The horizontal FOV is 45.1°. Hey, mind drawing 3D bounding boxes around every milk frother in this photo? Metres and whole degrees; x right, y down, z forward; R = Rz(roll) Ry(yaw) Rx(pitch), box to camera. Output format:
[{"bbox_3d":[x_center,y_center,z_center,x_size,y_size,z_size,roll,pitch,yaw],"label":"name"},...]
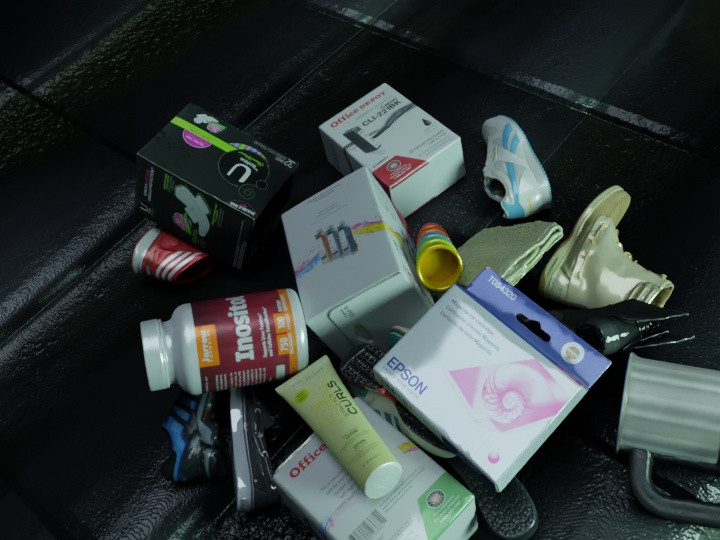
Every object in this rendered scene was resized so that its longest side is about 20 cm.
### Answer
[{"bbox_3d":[0.371,0.166,0.923,0.185,0.201,0.183,7,56,20],"label":"milk frother"}]

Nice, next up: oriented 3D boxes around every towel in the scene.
[{"bbox_3d":[0.171,-0.013,1.161,0.148,0.037,0.199,-40,14,-20],"label":"towel"}]

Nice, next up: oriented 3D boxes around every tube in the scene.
[{"bbox_3d":[-0.025,0.176,1.001,0.057,0.053,0.200,6,27,-37],"label":"tube"}]

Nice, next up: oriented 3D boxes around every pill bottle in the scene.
[{"bbox_3d":[-0.170,0.092,1.086,0.196,0.114,0.114,-9,47,-13],"label":"pill bottle"}]

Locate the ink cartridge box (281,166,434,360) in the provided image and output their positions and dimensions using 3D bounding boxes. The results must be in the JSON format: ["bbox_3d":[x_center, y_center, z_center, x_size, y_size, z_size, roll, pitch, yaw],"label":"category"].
[{"bbox_3d":[0.000,0.000,1.167,0.143,0.146,0.202,-27,48,13],"label":"ink cartridge box"}]

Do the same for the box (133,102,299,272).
[{"bbox_3d":[-0.218,-0.126,1.306,0.198,0.125,0.149,29,48,5],"label":"box"}]

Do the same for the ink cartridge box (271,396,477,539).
[{"bbox_3d":[0.016,0.266,1.000,0.145,0.088,0.199,-40,54,-21],"label":"ink cartridge box"}]

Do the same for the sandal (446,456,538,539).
[{"bbox_3d":[0.144,0.233,1.019,0.074,0.048,0.202,-22,47,1],"label":"sandal"}]

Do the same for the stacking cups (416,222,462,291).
[{"bbox_3d":[0.100,-0.031,1.179,0.059,0.062,0.200,-11,16,4],"label":"stacking cups"}]

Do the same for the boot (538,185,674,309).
[{"bbox_3d":[0.351,-0.014,1.160,0.154,0.073,0.200,27,63,32],"label":"boot"}]

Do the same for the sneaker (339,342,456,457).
[{"bbox_3d":[0.059,0.170,1.062,0.070,0.094,0.198,-43,51,-20],"label":"sneaker"}]

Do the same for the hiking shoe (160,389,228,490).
[{"bbox_3d":[-0.223,0.181,1.138,0.085,0.075,0.202,-11,49,3],"label":"hiking shoe"}]

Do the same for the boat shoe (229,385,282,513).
[{"bbox_3d":[-0.132,0.209,1.102,0.065,0.071,0.202,-2,45,-11],"label":"boat shoe"}]

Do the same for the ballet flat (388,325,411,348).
[{"bbox_3d":[0.114,0.126,1.064,0.062,0.068,0.200,-28,48,-24],"label":"ballet flat"}]

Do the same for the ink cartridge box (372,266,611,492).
[{"bbox_3d":[0.148,0.109,0.986,0.200,0.043,0.196,-45,61,-11],"label":"ink cartridge box"}]

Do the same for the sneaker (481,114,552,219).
[{"bbox_3d":[0.218,-0.161,1.315,0.079,0.077,0.202,-19,47,0],"label":"sneaker"}]

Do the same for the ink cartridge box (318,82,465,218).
[{"bbox_3d":[0.048,-0.191,1.375,0.143,0.084,0.200,-35,51,-15],"label":"ink cartridge box"}]

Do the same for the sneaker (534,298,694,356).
[{"bbox_3d":[0.304,0.071,1.067,0.102,0.061,0.199,-15,5,-17],"label":"sneaker"}]

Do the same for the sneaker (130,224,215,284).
[{"bbox_3d":[-0.263,-0.052,1.362,0.114,0.079,0.202,23,56,8],"label":"sneaker"}]

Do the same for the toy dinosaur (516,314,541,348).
[{"bbox_3d":[0.178,0.134,1.104,0.198,0.104,0.184,-20,49,44],"label":"toy dinosaur"}]
